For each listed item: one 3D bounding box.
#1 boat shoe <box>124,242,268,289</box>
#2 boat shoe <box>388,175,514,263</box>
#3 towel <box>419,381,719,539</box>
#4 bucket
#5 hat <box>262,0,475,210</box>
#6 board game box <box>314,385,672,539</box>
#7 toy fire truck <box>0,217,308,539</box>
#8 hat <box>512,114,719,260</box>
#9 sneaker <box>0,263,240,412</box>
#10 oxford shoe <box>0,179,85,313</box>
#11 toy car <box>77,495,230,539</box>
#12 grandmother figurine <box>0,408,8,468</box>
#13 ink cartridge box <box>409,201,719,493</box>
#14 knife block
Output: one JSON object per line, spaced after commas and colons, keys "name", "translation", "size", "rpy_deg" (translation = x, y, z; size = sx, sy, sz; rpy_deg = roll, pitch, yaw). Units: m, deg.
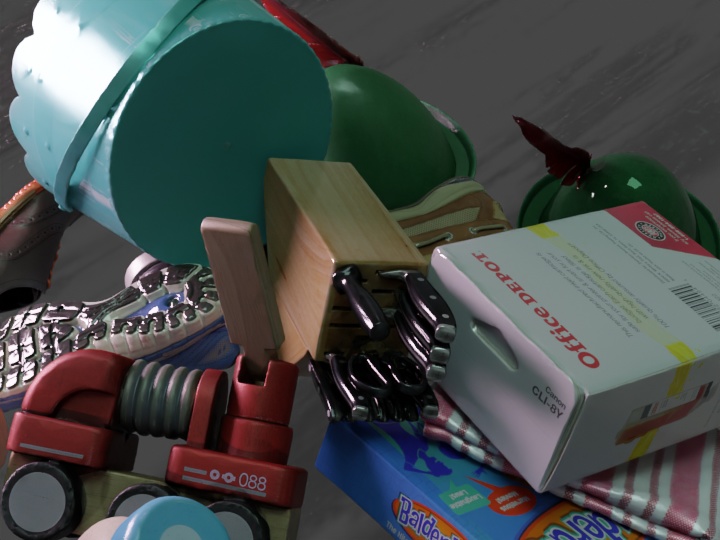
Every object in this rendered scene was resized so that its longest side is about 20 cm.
{"name": "boat shoe", "translation": [-0.071, -0.002, 1.008], "size": [0.198, 0.074, 0.061], "rpy_deg": [-16, 48, -15]}
{"name": "boat shoe", "translation": [0.040, -0.003, 1.017], "size": [0.199, 0.076, 0.074], "rpy_deg": [-32, 60, -30]}
{"name": "towel", "translation": [0.143, 0.101, 0.883], "size": [0.198, 0.030, 0.146], "rpy_deg": [23, 26, 7]}
{"name": "bucket", "translation": [-0.127, -0.110, 0.948], "size": [0.206, 0.209, 0.135], "rpy_deg": [-27, 40, -27]}
{"name": "hat", "translation": [0.001, -0.151, 1.076], "size": [0.198, 0.177, 0.166], "rpy_deg": [-6, 46, -10]}
{"name": "board game box", "translation": [0.093, 0.145, 0.847], "size": [0.151, 0.045, 0.200], "rpy_deg": [-11, 39, -46]}
{"name": "toy fire truck", "translation": [-0.114, 0.073, 0.825], "size": [0.174, 0.129, 0.202], "rpy_deg": [10, 82, 8]}
{"name": "hat", "translation": [0.206, -0.080, 1.027], "size": [0.164, 0.177, 0.201], "rpy_deg": [17, 45, 12]}
{"name": "sneaker", "translation": [-0.173, 0.067, 0.931], "size": [0.198, 0.090, 0.079], "rpy_deg": [-14, 40, 11]}
{"name": "oxford shoe", "translation": [-0.252, -0.012, 1.026], "size": [0.073, 0.071, 0.200], "rpy_deg": [47, 51, 1]}
{"name": "toy car", "translation": [-0.083, 0.243, 0.725], "size": [0.199, 0.184, 0.178], "rpy_deg": [28, 52, -19]}
{"name": "grandmother figurine", "translation": [-0.325, 0.115, 0.840], "size": [0.198, 0.061, 0.121], "rpy_deg": [1, 18, 0]}
{"name": "ink cartridge box", "translation": [0.148, 0.040, 0.863], "size": [0.199, 0.084, 0.145], "rpy_deg": [-12, 43, -37]}
{"name": "knife block", "translation": [0.000, 0.000, 0.846], "size": [0.063, 0.175, 0.202], "rpy_deg": [2, 72, -22]}
